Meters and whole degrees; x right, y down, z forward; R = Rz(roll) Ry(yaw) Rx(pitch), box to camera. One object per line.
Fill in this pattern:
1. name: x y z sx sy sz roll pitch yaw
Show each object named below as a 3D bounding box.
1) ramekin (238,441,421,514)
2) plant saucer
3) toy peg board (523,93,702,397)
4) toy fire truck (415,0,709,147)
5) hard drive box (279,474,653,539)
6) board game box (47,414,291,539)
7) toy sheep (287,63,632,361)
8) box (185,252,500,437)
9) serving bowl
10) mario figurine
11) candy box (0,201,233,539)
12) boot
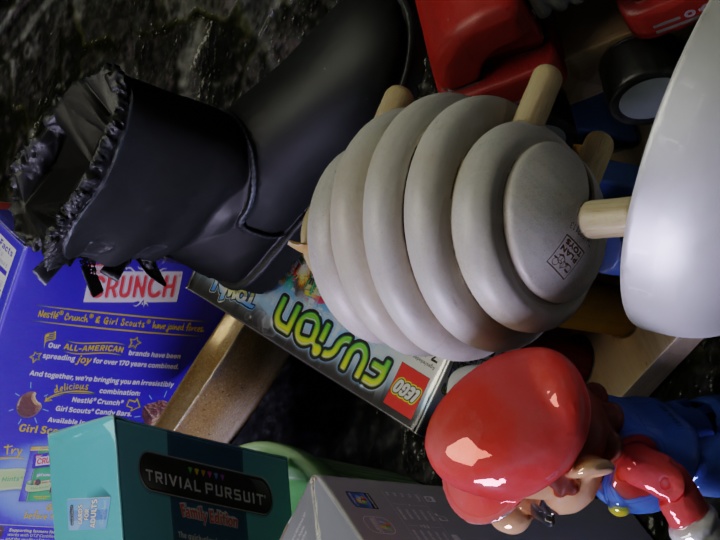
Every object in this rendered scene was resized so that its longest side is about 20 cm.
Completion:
1. ramekin: -0.023 0.198 1.660 0.199 0.097 0.202 -14 72 52
2. plant saucer: -0.071 0.055 1.738 0.201 0.035 0.200 -56 6 8
3. toy peg board: 0.080 -0.019 1.561 0.199 0.097 0.201 -50 47 36
4. toy fire truck: 0.104 -0.140 1.426 0.175 0.200 0.129 -20 58 13
5. hard drive box: 0.041 0.189 1.488 0.077 0.199 0.157 51 124 44
6. board game box: -0.089 0.186 1.537 0.047 0.151 0.201 -17 70 31
7. toy sheep: 0.050 -0.023 1.408 0.199 0.137 0.139 -9 76 43
8. box: 0.000 0.000 1.554 0.200 0.035 0.111 29 97 45
9. serving bowl: 0.190 -0.056 1.366 0.065 0.200 0.201 23 105 20
10. mario figurine: 0.109 0.096 1.411 0.123 0.199 0.107 -7 77 53
11. candy box: -0.177 0.067 1.837 0.077 0.168 0.201 39 114 47
12. boot: -0.074 -0.071 1.499 0.199 0.162 0.073 -55 48 22
